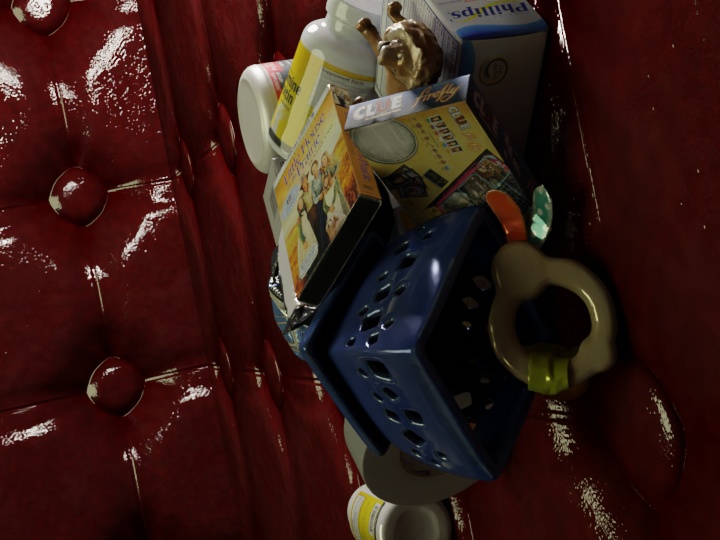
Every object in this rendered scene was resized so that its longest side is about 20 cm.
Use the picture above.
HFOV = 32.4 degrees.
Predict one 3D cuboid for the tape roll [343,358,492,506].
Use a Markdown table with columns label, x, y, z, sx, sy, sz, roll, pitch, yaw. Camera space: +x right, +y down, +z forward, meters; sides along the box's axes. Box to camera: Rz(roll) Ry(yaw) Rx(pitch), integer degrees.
| label | x | y | z | sx | sy | sz | roll | pitch | yaw |
| --- | --- | --- | --- | --- | --- | --- | --- | --- | --- |
| tape roll | 0.082 | 0.181 | 1.451 | 0.066 | 0.198 | 0.202 | -122 | 27 | -46 |

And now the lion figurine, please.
| label | x | y | z | sx | sy | sz | roll | pitch | yaw |
| --- | --- | --- | --- | --- | --- | --- | --- | --- | --- |
| lion figurine | 0.043 | -0.186 | 1.256 | 0.123 | 0.072 | 0.201 | 58 | 167 | 31 |

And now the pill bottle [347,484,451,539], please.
| label | x | y | z | sx | sy | sz | roll | pitch | yaw |
| --- | --- | --- | --- | --- | --- | --- | --- | --- | --- |
| pill bottle | 0.049 | 0.365 | 1.805 | 0.200 | 0.111 | 0.114 | 174 | 84 | -73 |

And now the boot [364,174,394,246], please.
| label | x | y | z | sx | sy | sz | roll | pitch | yaw |
| --- | --- | --- | --- | --- | --- | --- | --- | --- | --- |
| boot | 0.000 | 0.000 | 1.459 | 0.169 | 0.075 | 0.203 | 108 | 154 | -64 |

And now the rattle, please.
| label | x | y | z | sx | sy | sz | roll | pitch | yaw |
| --- | --- | --- | --- | --- | --- | --- | --- | --- | --- |
| rattle | 0.185 | 0.022 | 1.239 | 0.129 | 0.142 | 0.202 | -31 | 73 | 24 |

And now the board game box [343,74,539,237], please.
| label | x | y | z | sx | sy | sz | roll | pitch | yaw |
| --- | --- | --- | --- | --- | --- | --- | --- | --- | --- |
| board game box | 0.091 | -0.101 | 1.232 | 0.200 | 0.134 | 0.035 | 50 | -139 | -42 |

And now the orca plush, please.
| label | x | y | z | sx | sy | sz | roll | pitch | yaw |
| --- | --- | --- | --- | --- | --- | --- | --- | --- | --- |
| orca plush | -0.045 | -0.005 | 1.387 | 0.106 | 0.070 | 0.201 | -57 | 27 | 24 |

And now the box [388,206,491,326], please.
| label | x | y | z | sx | sy | sz | roll | pitch | yaw |
| --- | --- | --- | --- | --- | --- | --- | --- | --- | --- |
| box | 0.082 | 0.015 | 1.508 | 0.201 | 0.100 | 0.114 | 107 | 148 | -56 |

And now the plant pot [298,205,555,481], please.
| label | x | y | z | sx | sy | sz | roll | pitch | yaw |
| --- | --- | --- | --- | --- | --- | --- | --- | --- | --- |
| plant pot | 0.062 | 0.076 | 1.272 | 0.178 | 0.201 | 0.201 | -3 | 133 | 38 |

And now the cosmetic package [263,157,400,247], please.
| label | x | y | z | sx | sy | sz | roll | pitch | yaw |
| --- | --- | --- | --- | --- | --- | --- | --- | --- | --- |
| cosmetic package | -0.016 | -0.102 | 1.579 | 0.108 | 0.197 | 0.086 | 112 | 144 | -64 |

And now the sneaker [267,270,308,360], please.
| label | x | y | z | sx | sy | sz | roll | pitch | yaw |
| --- | --- | --- | --- | --- | --- | --- | --- | --- | --- |
| sneaker | -0.036 | 0.076 | 1.435 | 0.200 | 0.075 | 0.078 | 43 | 143 | 40 |

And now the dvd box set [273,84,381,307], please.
| label | x | y | z | sx | sy | sz | roll | pitch | yaw |
| --- | --- | --- | --- | --- | --- | --- | --- | --- | --- |
| dvd box set | -0.039 | -0.082 | 1.304 | 0.147 | 0.029 | 0.201 | -57 | 30 | 32 |

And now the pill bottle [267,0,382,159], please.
| label | x | y | z | sx | sy | sz | roll | pitch | yaw |
| --- | --- | --- | --- | --- | --- | --- | --- | --- | --- |
| pill bottle | -0.030 | -0.224 | 1.456 | 0.112 | 0.111 | 0.202 | 56 | 132 | 49 |

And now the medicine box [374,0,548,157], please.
| label | x | y | z | sx | sy | sz | roll | pitch | yaw |
| --- | --- | --- | --- | --- | --- | --- | --- | --- | --- |
| medicine box | 0.099 | -0.222 | 1.310 | 0.201 | 0.102 | 0.184 | -119 | 25 | -42 |

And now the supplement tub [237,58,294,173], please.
| label | x | y | z | sx | sy | sz | roll | pitch | yaw |
| --- | --- | --- | --- | --- | --- | --- | --- | --- | --- |
| supplement tub | -0.051 | -0.210 | 1.619 | 0.140 | 0.197 | 0.142 | 168 | 90 | -72 |
